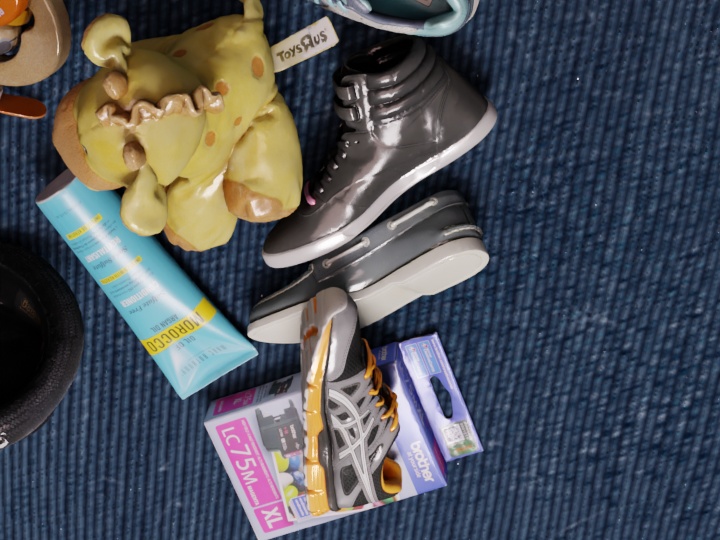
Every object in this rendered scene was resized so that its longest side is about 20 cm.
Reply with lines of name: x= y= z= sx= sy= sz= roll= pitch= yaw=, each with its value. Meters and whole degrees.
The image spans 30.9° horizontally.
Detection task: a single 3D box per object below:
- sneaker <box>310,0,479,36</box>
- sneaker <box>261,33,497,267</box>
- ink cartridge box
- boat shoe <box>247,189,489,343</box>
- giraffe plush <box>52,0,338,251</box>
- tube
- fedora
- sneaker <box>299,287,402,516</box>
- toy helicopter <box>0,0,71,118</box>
sneaker: x=-0.013 y=-0.209 z=0.871 sx=0.197 sy=0.087 sz=0.079 roll=15 pitch=112 yaw=-3
sneaker: x=-0.009 y=-0.090 z=0.923 sx=0.199 sy=0.071 sz=0.099 roll=-36 pitch=117 yaw=10
ink cartridge box: x=-0.012 y=0.133 z=1.039 sx=0.197 sy=0.042 sz=0.121 roll=-19 pitch=110 yaw=9
boat shoe: x=0.000 y=0.000 z=0.982 sx=0.198 sy=0.073 sz=0.063 roll=-23 pitch=66 yaw=20
giraffe plush: x=-0.126 y=-0.094 z=0.848 sx=0.200 sy=0.162 sz=0.173 roll=-41 pitch=83 yaw=35
tube: x=-0.166 y=0.008 z=0.997 sx=0.077 sy=0.051 sz=0.201 roll=-27 pitch=114 yaw=22
fedora: x=-0.297 y=0.072 z=0.987 sx=0.197 sy=0.203 sz=0.092 roll=-2 pitch=146 yaw=5
sneaker: x=-0.007 y=0.096 z=0.960 sx=0.076 sy=0.079 sz=0.202 roll=-2 pitch=128 yaw=-1
toy helicopter: x=-0.297 y=-0.171 z=0.926 sx=0.197 sy=0.079 sz=0.134 roll=6 pitch=122 yaw=13
